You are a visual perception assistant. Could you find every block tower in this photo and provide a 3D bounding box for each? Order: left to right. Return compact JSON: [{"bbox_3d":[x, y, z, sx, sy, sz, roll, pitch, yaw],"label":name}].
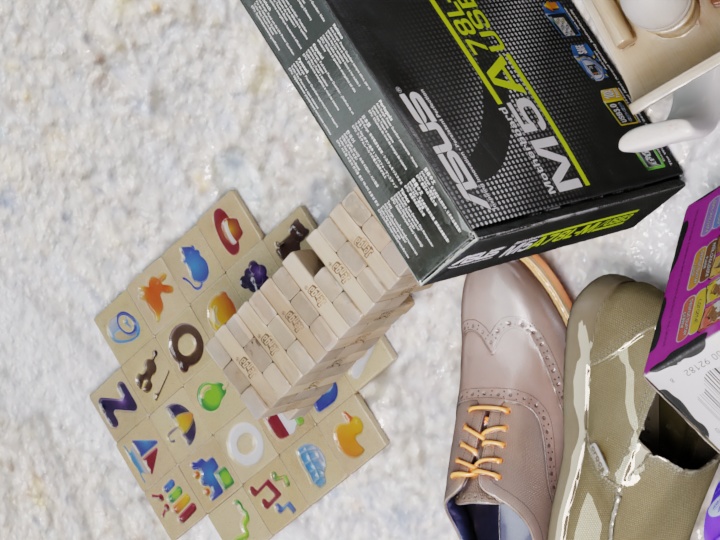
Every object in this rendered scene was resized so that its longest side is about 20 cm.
[{"bbox_3d":[0.000,0.000,1.342,0.200,0.058,0.054,-47,71,30],"label":"block tower"}]

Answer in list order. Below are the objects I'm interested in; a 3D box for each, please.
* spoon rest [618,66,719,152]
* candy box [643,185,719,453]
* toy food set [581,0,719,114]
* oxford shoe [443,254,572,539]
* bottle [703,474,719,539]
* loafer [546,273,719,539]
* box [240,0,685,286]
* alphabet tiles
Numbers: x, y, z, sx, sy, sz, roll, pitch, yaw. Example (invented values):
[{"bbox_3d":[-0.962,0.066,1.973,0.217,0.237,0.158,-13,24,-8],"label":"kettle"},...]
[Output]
[{"bbox_3d":[0.141,-0.154,1.228,0.099,0.061,0.200,-11,78,35],"label":"spoon rest"},{"bbox_3d":[0.225,-0.019,1.130,0.061,0.136,0.200,43,127,-16],"label":"candy box"},{"bbox_3d":[0.140,-0.188,1.162,0.143,0.060,0.200,-30,75,15],"label":"toy food set"},{"bbox_3d":[0.078,0.086,1.296,0.071,0.073,0.200,-7,94,37],"label":"oxford shoe"},{"bbox_3d":[0.193,0.104,1.139,0.065,0.200,0.084,39,132,-10],"label":"bottle"},{"bbox_3d":[0.137,0.103,1.256,0.067,0.076,0.200,4,101,41],"label":"loafer"},{"bbox_3d":[0.043,-0.099,1.214,0.048,0.193,0.200,-40,74,32],"label":"box"},{"bbox_3d":[-0.069,0.060,1.438,0.200,0.006,0.167,-41,74,34],"label":"alphabet tiles"}]
